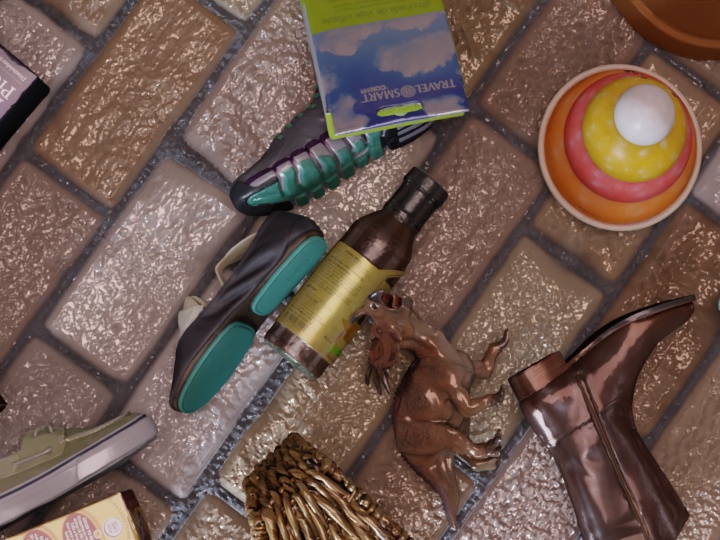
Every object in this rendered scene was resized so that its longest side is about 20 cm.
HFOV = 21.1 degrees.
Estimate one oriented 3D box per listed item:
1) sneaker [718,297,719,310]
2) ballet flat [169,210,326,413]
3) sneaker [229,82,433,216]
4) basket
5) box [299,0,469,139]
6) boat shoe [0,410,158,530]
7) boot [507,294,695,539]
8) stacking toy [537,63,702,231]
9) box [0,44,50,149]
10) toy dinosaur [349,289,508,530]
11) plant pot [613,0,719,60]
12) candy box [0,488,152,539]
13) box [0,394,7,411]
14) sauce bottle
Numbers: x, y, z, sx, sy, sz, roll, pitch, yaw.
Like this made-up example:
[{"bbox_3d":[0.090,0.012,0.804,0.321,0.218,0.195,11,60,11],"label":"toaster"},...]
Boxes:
[{"bbox_3d":[0.390,0.101,1.656,0.198,0.078,0.141,18,84,0],"label":"sneaker"},{"bbox_3d":[-0.110,0.029,1.658,0.073,0.073,0.201,38,91,2],"label":"ballet flat"},{"bbox_3d":[-0.035,-0.122,1.677,0.199,0.075,0.088,-28,68,-10],"label":"sneaker"},{"bbox_3d":[-0.053,0.229,1.568,0.143,0.200,0.149,43,85,1],"label":"basket"},{"bbox_3d":[0.017,-0.196,1.648,0.121,0.048,0.202,-11,60,-3],"label":"box"},{"bbox_3d":[-0.268,0.165,1.633,0.199,0.072,0.062,-28,85,-2],"label":"boat shoe"},{"bbox_3d":[0.246,0.142,1.657,0.185,0.064,0.201,-27,87,1],"label":"boot"},{"bbox_3d":[0.230,-0.115,1.609,0.144,0.200,0.148,0,85,-2],"label":"stacking toy"},{"bbox_3d":[-0.390,-0.171,1.657,0.200,0.079,0.141,39,87,2],"label":"box"},{"bbox_3d":[0.056,0.113,1.644,0.134,0.086,0.202,3,98,5],"label":"toy dinosaur"},{"bbox_3d":[0.313,-0.292,1.659,0.198,0.140,0.202,0,86,-2],"label":"plant pot"},{"bbox_3d":[-0.276,0.244,1.602,0.198,0.117,0.057,-23,85,-3],"label":"candy box"},{"bbox_3d":[-0.386,0.052,1.625,0.075,0.100,0.201,-37,88,-5],"label":"box"},{"bbox_3d":[0.000,0.000,1.659,0.065,0.065,0.200,39,86,2],"label":"sauce bottle"}]
